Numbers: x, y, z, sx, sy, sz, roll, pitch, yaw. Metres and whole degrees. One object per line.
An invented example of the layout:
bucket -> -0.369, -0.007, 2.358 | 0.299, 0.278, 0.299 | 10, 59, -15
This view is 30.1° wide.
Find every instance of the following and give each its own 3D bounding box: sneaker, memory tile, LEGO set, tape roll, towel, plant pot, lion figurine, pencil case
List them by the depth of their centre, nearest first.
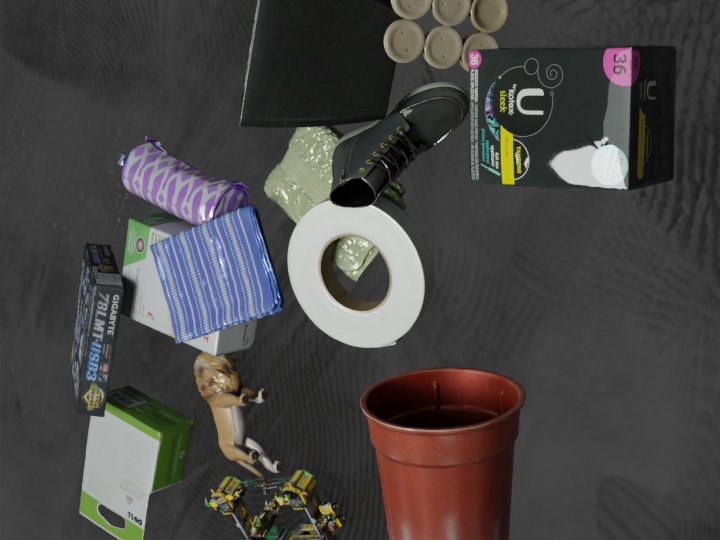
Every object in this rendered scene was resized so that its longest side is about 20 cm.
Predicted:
memory tile -> 0.108, -0.335, 1.553 | 0.017, 0.151, 0.203 | -141, 58, -65
plant pot -> 0.104, 0.244, 1.619 | 0.199, 0.200, 0.198 | 8, 110, 35
sneaker -> 0.049, -0.145, 1.621 | 0.199, 0.107, 0.075 | -29, 121, 26
plant pot -> -0.045, -0.276, 1.622 | 0.175, 0.200, 0.202 | 9, 106, -6
tape roll -> 0.000, 0.000, 1.713 | 0.200, 0.037, 0.206 | 11, 115, 24
towel -> -0.035, -0.100, 1.754 | 0.200, 0.036, 0.149 | 45, 119, 23
towel -> -0.195, 0.007, 1.796 | 0.198, 0.024, 0.147 | -19, 86, 34
LEGO set -> -0.131, 0.362, 1.822 | 0.198, 0.116, 0.155 | -3, 121, 31
pencil case -> -0.247, -0.117, 1.886 | 0.199, 0.084, 0.086 | 28, 89, 29
lion figurine -> -0.180, 0.212, 1.891 | 0.121, 0.072, 0.203 | 5, 104, 43

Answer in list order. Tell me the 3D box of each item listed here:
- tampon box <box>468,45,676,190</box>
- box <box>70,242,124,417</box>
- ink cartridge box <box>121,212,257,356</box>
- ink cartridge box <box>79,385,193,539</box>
tampon box -> 0.235, -0.172, 1.485 | 0.198, 0.126, 0.152 | 5, 101, 36
box -> -0.392, 0.084, 1.976 | 0.199, 0.049, 0.203 | -128, 47, -68
ink cartridge box -> -0.240, 0.017, 1.895 | 0.198, 0.084, 0.147 | 20, 109, 32
ink cartridge box -> -0.343, 0.298, 2.022 | 0.147, 0.075, 0.203 | 23, 111, 31
